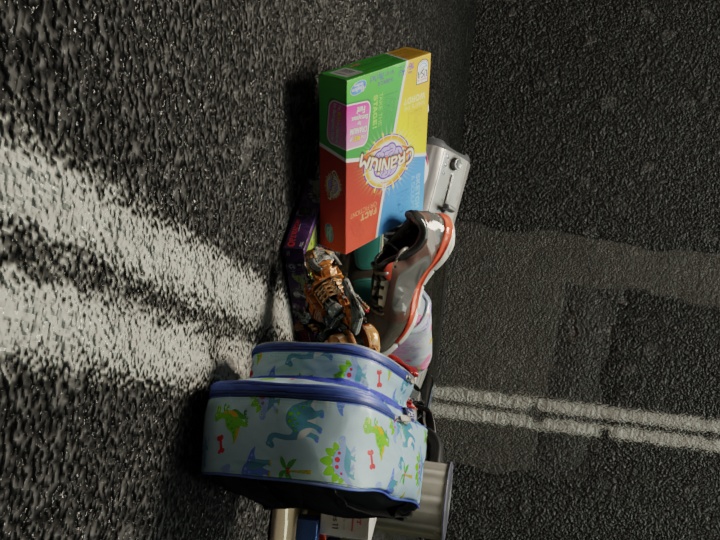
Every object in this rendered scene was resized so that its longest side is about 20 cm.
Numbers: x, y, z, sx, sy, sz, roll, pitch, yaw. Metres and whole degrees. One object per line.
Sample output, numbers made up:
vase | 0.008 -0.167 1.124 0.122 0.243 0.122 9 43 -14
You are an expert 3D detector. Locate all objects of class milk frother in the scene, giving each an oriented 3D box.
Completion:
milk frother | 0.038 0.284 1.263 0.200 0.186 0.182 75 22 -63

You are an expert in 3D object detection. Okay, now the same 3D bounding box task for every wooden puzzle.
wooden puzzle | -0.064 0.288 1.097 0.200 0.046 0.187 10 86 -80

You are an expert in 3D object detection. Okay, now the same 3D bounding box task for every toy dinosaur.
toy dinosaur | -0.024 0.080 0.908 0.136 0.101 0.202 131 -40 -55

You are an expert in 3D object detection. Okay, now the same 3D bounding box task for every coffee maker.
coffee maker | 0.058 0.282 1.615 0.201 0.134 0.193 -72 -173 -46

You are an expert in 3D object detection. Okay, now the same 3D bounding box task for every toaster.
toaster | 0.064 -0.117 1.293 0.113 0.199 0.130 21 76 -44

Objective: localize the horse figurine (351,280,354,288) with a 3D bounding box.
horse figurine | -0.040 0.119 1.025 0.200 0.050 0.133 -56 160 -53

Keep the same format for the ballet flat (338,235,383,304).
ballet flat | 0.000 0.000 1.124 0.062 0.067 0.202 -144 -122 -68

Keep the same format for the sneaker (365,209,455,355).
sneaker | 0.034 0.011 1.050 0.082 0.077 0.201 18 102 -41

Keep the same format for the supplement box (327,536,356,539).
supplement box | 0.028 0.535 1.307 0.134 0.198 0.202 -59 151 -70

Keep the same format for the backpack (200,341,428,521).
backpack | -0.043 0.141 0.774 0.200 0.181 0.148 42 50 -66

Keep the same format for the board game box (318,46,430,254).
board game box | 0.017 -0.138 0.991 0.153 0.040 0.202 -30 131 -43

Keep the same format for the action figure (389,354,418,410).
action figure | 0.036 0.153 1.136 0.200 0.098 0.066 -45 157 -79

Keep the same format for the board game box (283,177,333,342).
board game box | -0.056 0.004 1.041 0.201 0.032 0.121 86 18 -45

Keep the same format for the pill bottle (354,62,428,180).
pill bottle | 0.021 -0.176 1.124 0.200 0.110 0.112 63 34 -63

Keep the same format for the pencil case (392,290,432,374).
pencil case | 0.057 0.086 1.231 0.200 0.090 0.084 82 6 -65

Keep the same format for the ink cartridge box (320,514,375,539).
ink cartridge box | -0.007 0.261 1.101 0.200 0.067 0.118 -40 135 -82
